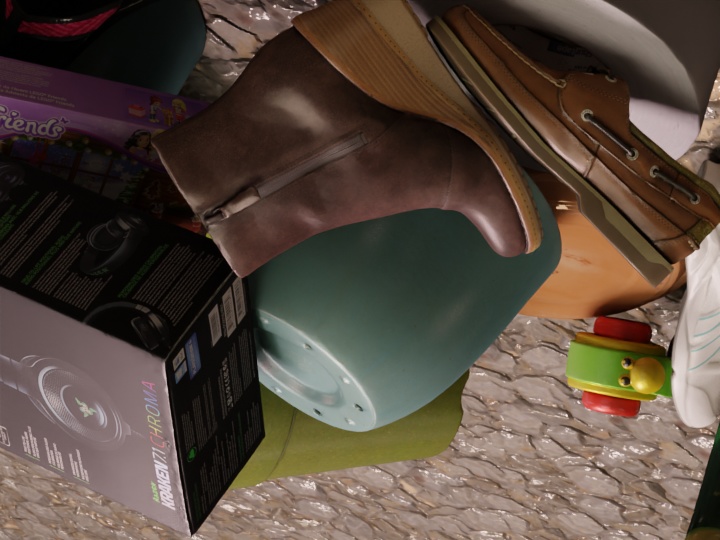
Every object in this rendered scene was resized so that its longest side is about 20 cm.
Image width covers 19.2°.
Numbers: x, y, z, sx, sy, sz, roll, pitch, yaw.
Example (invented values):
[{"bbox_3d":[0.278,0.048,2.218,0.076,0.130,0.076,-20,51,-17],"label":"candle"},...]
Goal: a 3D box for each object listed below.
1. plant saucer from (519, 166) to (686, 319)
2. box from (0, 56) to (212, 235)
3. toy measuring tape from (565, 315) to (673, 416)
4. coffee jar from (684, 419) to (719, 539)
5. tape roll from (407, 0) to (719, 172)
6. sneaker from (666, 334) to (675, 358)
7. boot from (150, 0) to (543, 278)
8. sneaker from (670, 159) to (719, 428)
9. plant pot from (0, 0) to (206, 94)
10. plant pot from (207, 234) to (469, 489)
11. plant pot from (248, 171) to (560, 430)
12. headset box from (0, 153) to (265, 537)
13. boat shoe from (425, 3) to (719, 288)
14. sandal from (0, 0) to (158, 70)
[{"bbox_3d":[0.135,-0.016,1.455,0.198,0.033,0.201,5,152,3],"label":"plant saucer"},{"bbox_3d":[-0.187,-0.060,1.324,0.198,0.039,0.137,11,133,-18],"label":"box"},{"bbox_3d":[0.173,0.064,1.531,0.073,0.074,0.200,26,180,-10],"label":"toy measuring tape"},{"bbox_3d":[0.291,0.170,1.548,0.085,0.201,0.105,9,151,23],"label":"coffee jar"},{"bbox_3d":[0.114,-0.137,1.255,0.199,0.067,0.201,17,154,9],"label":"tape roll"},{"bbox_3d":[0.299,0.035,1.446,0.198,0.075,0.107,-1,142,23],"label":"sneaker"},{"bbox_3d":[-0.004,-0.049,1.206,0.200,0.166,0.072,53,179,-25],"label":"boot"},{"bbox_3d":[0.247,0.025,1.396,0.080,0.071,0.202,8,125,8],"label":"sneaker"},{"bbox_3d":[-0.223,-0.126,1.423,0.199,0.162,0.201,17,154,8],"label":"plant pot"},{"bbox_3d":[-0.029,0.068,1.518,0.188,0.202,0.200,3,161,-23],"label":"plant pot"},{"bbox_3d":[0.000,0.000,1.335,0.200,0.161,0.201,31,157,15],"label":"plant pot"},{"bbox_3d":[-0.168,0.042,1.283,0.199,0.093,0.175,23,142,20],"label":"headset box"},{"bbox_3d":[0.123,-0.085,1.203,0.200,0.068,0.072,46,-175,-10],"label":"boat shoe"},{"bbox_3d":[-0.172,-0.175,1.302,0.199,0.076,0.045,-28,171,10],"label":"sandal"}]
